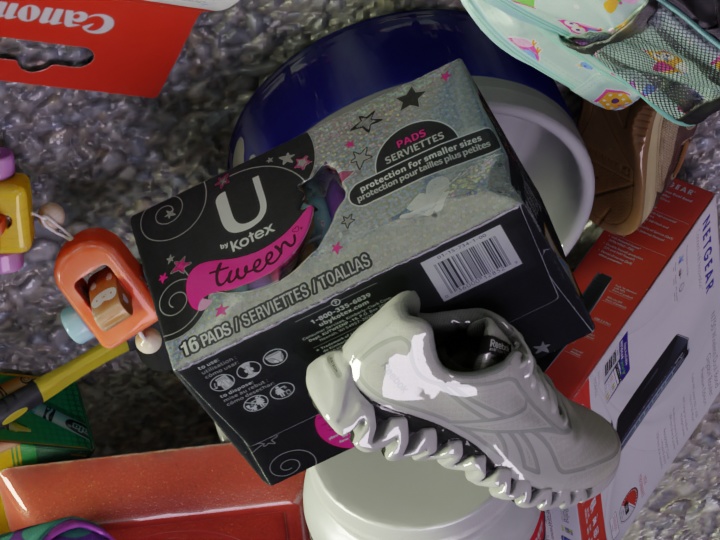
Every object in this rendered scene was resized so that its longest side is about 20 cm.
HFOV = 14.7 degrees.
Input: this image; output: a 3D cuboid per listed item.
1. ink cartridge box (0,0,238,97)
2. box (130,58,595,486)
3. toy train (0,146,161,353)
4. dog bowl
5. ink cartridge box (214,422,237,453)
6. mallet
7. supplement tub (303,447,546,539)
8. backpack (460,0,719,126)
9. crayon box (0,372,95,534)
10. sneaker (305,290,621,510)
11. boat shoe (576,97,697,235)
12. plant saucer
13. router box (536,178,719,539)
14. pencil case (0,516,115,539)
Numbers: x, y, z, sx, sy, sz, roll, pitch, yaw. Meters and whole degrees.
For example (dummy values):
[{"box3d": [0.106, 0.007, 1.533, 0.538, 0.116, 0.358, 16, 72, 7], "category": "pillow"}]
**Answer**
[{"box3d": [-0.133, -0.153, 1.419, 0.162, 0.057, 0.200, 5, 131, -28], "category": "ink cartridge box"}, {"box3d": [0.000, 0.000, 1.478, 0.199, 0.115, 0.132, -26, 140, 7], "category": "box"}, {"box3d": [-0.208, 0.021, 1.540, 0.200, 0.056, 0.150, -26, 111, 12], "category": "toy train"}, {"box3d": [0.027, -0.051, 1.584, 0.199, 0.079, 0.200, -12, 142, -10], "category": "dog bowl"}, {"box3d": [0.011, 0.088, 1.739, 0.199, 0.084, 0.146, -16, 142, -3], "category": "ink cartridge box"}, {"box3d": [-0.182, 0.060, 1.615, 0.200, 0.041, 0.066, -27, 141, -23], "category": "mallet"}, {"box3d": [0.041, 0.156, 1.650, 0.140, 0.141, 0.200, -15, 142, -5], "category": "supplement tub"}, {"box3d": [0.126, -0.185, 1.390, 0.200, 0.176, 0.153, 32, 151, -32], "category": "backpack"}, {"box3d": [-0.275, 0.113, 1.668, 0.199, 0.058, 0.119, 8, 135, -31], "category": "crayon box"}, {"box3d": [0.069, 0.067, 1.442, 0.200, 0.075, 0.081, 19, 118, -38], "category": "sneaker"}, {"box3d": [0.169, -0.114, 1.591, 0.072, 0.072, 0.201, -32, 141, -36], "category": "boat shoe"}, {"box3d": [-0.112, 0.180, 1.717, 0.199, 0.037, 0.200, -7, 143, -2], "category": "plant saucer"}, {"box3d": [0.159, 0.067, 1.722, 0.180, 0.049, 0.200, -52, 152, -26], "category": "router box"}, {"box3d": [-0.226, 0.207, 1.652, 0.200, 0.093, 0.085, -17, 178, 41], "category": "pencil case"}]
